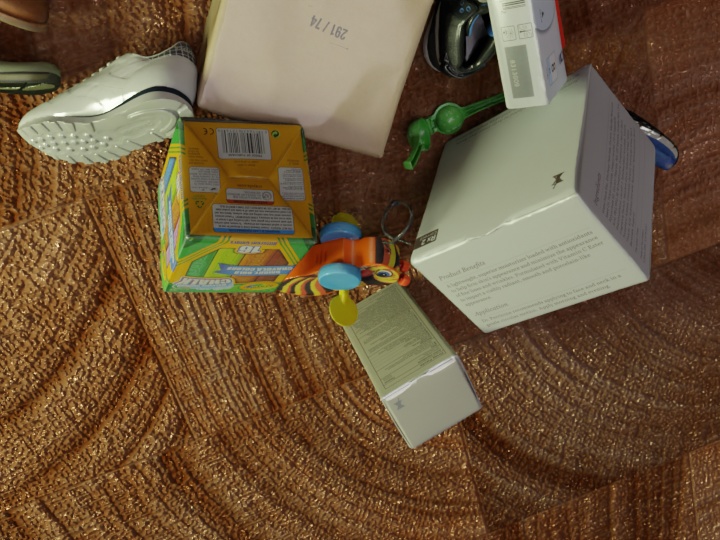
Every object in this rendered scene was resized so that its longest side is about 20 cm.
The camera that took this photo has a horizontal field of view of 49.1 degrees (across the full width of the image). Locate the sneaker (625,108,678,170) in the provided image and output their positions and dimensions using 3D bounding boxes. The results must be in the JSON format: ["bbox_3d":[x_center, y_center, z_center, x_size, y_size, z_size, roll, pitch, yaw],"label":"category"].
[{"bbox_3d":[0.276,-0.149,0.925,0.199,0.079,0.090,14,116,-11],"label":"sneaker"}]

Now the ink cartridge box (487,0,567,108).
[{"bbox_3d":[0.182,-0.272,0.784,0.047,0.200,0.161,1,121,33],"label":"ink cartridge box"}]

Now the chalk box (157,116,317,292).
[{"bbox_3d":[-0.135,-0.050,0.798,0.124,0.200,0.125,0,70,-21],"label":"chalk box"}]

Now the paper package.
[{"bbox_3d":[-0.049,-0.232,0.783,0.199,0.104,0.192,12,109,-20],"label":"paper package"}]

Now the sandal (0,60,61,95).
[{"bbox_3d":[-0.385,-0.200,0.733,0.200,0.080,0.058,0,95,-21],"label":"sandal"}]

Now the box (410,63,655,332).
[{"bbox_3d":[0.182,-0.070,0.817,0.198,0.201,0.131,-24,125,41],"label":"box"}]

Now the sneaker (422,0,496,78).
[{"bbox_3d":[0.122,-0.294,0.795,0.073,0.112,0.201,2,112,-16],"label":"sneaker"}]

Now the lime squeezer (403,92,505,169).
[{"bbox_3d":[0.095,-0.164,0.873,0.200,0.070,0.038,-35,103,-31],"label":"lime squeezer"}]

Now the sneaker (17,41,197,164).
[{"bbox_3d":[-0.244,-0.162,0.768,0.199,0.081,0.076,-8,158,19],"label":"sneaker"}]

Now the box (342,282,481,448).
[{"bbox_3d":[0.050,0.099,0.893,0.095,0.200,0.078,-29,117,-1],"label":"box"}]

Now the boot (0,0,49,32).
[{"bbox_3d":[-0.329,-0.321,0.685,0.200,0.074,0.155,36,102,-24],"label":"boot"}]

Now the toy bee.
[{"bbox_3d":[0.000,0.000,0.874,0.108,0.199,0.132,29,74,-44],"label":"toy bee"}]
